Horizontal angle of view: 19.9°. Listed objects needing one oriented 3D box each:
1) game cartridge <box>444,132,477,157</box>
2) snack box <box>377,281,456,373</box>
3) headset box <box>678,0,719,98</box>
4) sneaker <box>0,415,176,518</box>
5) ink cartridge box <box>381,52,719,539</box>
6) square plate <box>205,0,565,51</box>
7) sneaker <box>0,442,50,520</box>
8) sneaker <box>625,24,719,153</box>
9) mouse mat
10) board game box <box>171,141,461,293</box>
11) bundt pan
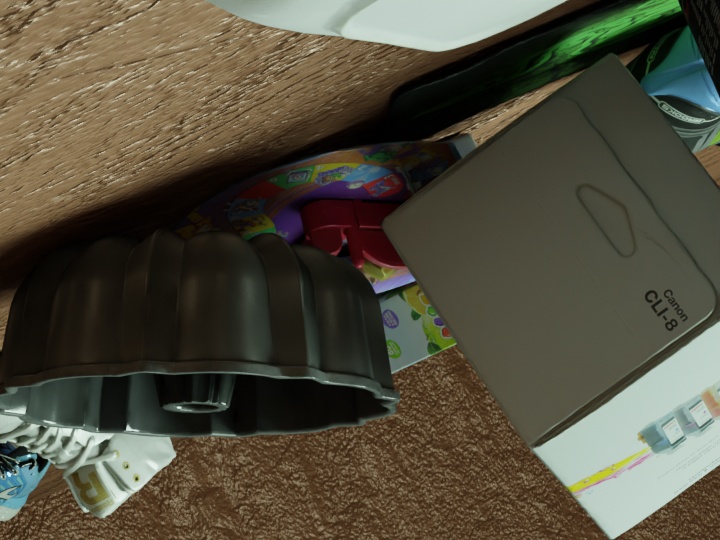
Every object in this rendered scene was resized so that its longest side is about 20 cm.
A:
[{"bbox_3d":[-0.014,-0.023,1.240,0.129,0.039,0.200,-26,176,-20],"label":"game cartridge"},{"bbox_3d":[0.060,-0.004,1.352,0.142,0.053,0.200,-29,-169,37],"label":"snack box"},{"bbox_3d":[0.210,-0.059,0.891,0.077,0.201,0.149,-24,171,5],"label":"headset box"},{"bbox_3d":[-0.188,0.105,1.315,0.073,0.117,0.199,-24,174,32],"label":"sneaker"},{"bbox_3d":[0.125,0.019,1.028,0.144,0.146,0.200,-35,154,2],"label":"ink cartridge box"},{"bbox_3d":[0.071,-0.118,0.659,0.199,0.029,0.198,-25,174,19],"label":"square plate"},{"bbox_3d":[-0.319,0.165,1.718,0.090,0.078,0.200,-44,173,14],"label":"sneaker"},{"bbox_3d":[0.183,-0.098,1.128,0.082,0.071,0.199,-19,173,21],"label":"sneaker"},{"bbox_3d":[0.103,-0.109,1.021,0.199,0.008,0.161,-24,175,-5],"label":"mouse mat"},{"bbox_3d":[-0.008,-0.003,1.075,0.157,0.039,0.200,-17,158,8],"label":"board game box"},{"bbox_3d":[-0.081,0.030,0.992,0.200,0.077,0.202,-1,167,0],"label":"bundt pan"}]
